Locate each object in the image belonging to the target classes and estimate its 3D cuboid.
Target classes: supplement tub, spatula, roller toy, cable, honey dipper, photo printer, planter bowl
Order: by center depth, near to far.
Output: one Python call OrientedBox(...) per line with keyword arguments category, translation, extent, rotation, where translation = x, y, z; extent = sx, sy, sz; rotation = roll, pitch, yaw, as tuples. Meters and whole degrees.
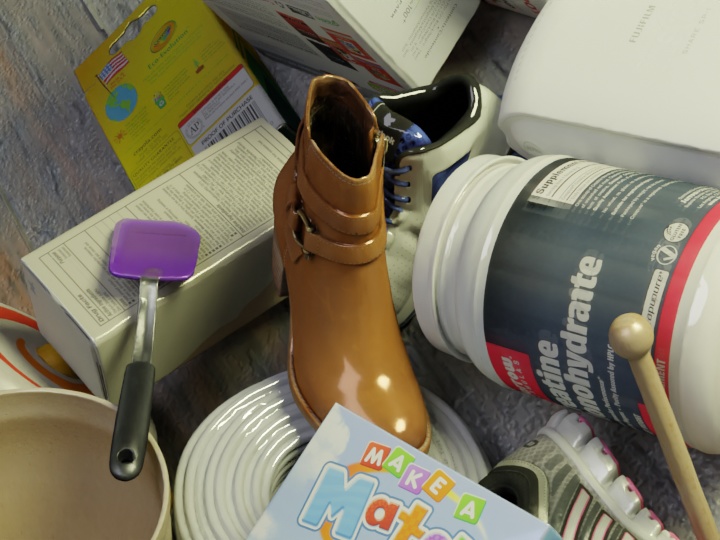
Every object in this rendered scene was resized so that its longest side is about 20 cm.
OrientedBox(category="honey dipper", translation=(0.166, 0.107, 0.824), extent=(0.038, 0.201, 0.038), rotation=(-21, 26, 11))
OrientedBox(category="supplement tub", translation=(0.143, 0.012, 0.907), extent=(0.199, 0.140, 0.142), rotation=(16, 79, 37))
OrientedBox(category="planter bowl", translation=(-0.200, 0.186, 0.935), extent=(0.198, 0.136, 0.201), rotation=(-3, 39, 3))
OrientedBox(category="cable", translation=(-0.016, 0.147, 0.949), extent=(0.198, 0.070, 0.201), rotation=(-12, 49, -11))
OrientedBox(category="spatula", translation=(-0.130, 0.041, 0.961), extent=(0.056, 0.021, 0.202), rotation=(3, 52, -2))
OrientedBox(category="photo printer", translation=(0.189, -0.126, 0.966), extent=(0.199, 0.070, 0.167), rotation=(17, 66, 38))
OrientedBox(category="roller toy", translation=(-0.236, 0.111, 1.089), extent=(0.200, 0.182, 0.140), rotation=(42, 100, 40))

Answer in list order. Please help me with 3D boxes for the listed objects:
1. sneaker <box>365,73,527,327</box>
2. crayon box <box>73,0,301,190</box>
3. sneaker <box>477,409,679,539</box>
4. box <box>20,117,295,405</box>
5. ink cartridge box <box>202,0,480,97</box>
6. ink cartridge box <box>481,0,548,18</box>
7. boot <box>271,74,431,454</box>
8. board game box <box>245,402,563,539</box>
OrientedBox(category="sneaker", translation=(0.022, -0.054, 1.034), extent=(0.200, 0.115, 0.081), rotation=(-50, 51, 7))
OrientedBox(category="crayon box", translation=(-0.129, -0.123, 1.206), extent=(0.127, 0.051, 0.201), rotation=(-41, 54, 12))
OrientedBox(category="sneaker", translation=(0.124, 0.164, 0.850), extent=(0.087, 0.074, 0.200), rotation=(-26, 47, -8))
OrientedBox(category="box", translation=(-0.115, -0.007, 1.064), extent=(0.199, 0.078, 0.095), rotation=(-32, 57, -22))
OrientedBox(category="ink cartridge box", translation=(-0.028, -0.197, 1.094), extent=(0.199, 0.175, 0.084), rotation=(26, 82, 38))
OrientedBox(category="ink cartridge box", translation=(0.057, -0.251, 1.076), extent=(0.199, 0.144, 0.085), rotation=(25, 86, 39))
OrientedBox(category="boot", translation=(0.000, 0.000, 0.928), extent=(0.076, 0.156, 0.201), rotation=(-5, 51, -16))
OrientedBox(category="board game box", translation=(-0.008, 0.188, 0.831), extent=(0.151, 0.037, 0.201), rotation=(26, 75, 35))
